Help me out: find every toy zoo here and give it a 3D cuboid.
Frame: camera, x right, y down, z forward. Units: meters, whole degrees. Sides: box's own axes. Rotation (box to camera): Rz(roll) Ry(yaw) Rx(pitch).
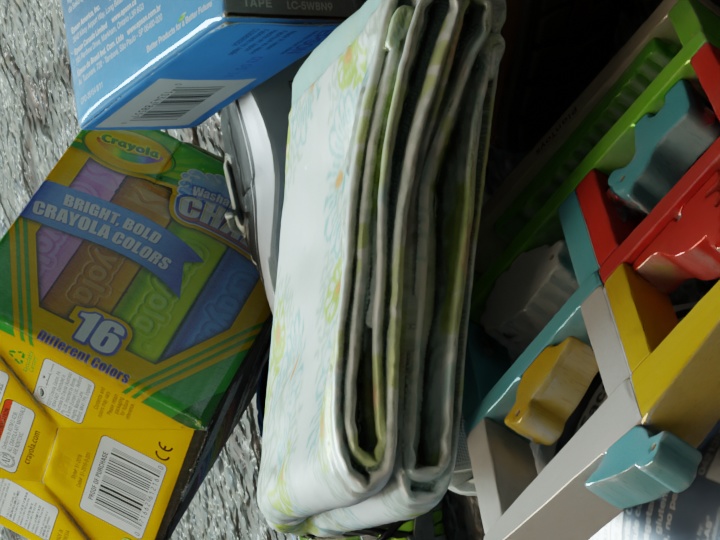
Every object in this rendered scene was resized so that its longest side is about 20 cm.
[{"bbox_3d":[0.078,0.005,0.743,0.131,0.020,0.200,-49,22,20],"label":"toy zoo"}]

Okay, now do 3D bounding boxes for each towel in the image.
[{"bbox_3d":[0.000,0.000,0.847,0.200,0.048,0.172,141,138,-77],"label":"towel"}]

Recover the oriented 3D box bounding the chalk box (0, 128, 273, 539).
[{"bbox_3d":[-0.102,0.019,1.141,0.123,0.200,0.125,26,132,2],"label":"chalk box"}]

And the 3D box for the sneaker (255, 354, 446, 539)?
[{"bbox_3d":[0.005,0.113,1.097,0.083,0.070,0.200,116,136,-65],"label":"sneaker"}]

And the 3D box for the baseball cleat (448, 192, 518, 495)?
[{"bbox_3d":[0.027,0.014,0.945,0.070,0.107,0.200,35,-173,-42],"label":"baseball cleat"}]

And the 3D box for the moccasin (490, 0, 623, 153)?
[{"bbox_3d":[0.062,-0.126,0.828,0.078,0.073,0.202,52,159,24],"label":"moccasin"}]

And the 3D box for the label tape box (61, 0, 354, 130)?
[{"bbox_3d":[-0.075,-0.173,1.012,0.144,0.063,0.201,-25,71,57],"label":"label tape box"}]

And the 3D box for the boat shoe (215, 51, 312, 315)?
[{"bbox_3d":[-0.026,-0.033,1.069,0.068,0.073,0.200,127,126,-65],"label":"boat shoe"}]

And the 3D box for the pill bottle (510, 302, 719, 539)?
[{"bbox_3d":[0.122,0.073,0.755,0.200,0.119,0.120,17,121,63],"label":"pill bottle"}]
